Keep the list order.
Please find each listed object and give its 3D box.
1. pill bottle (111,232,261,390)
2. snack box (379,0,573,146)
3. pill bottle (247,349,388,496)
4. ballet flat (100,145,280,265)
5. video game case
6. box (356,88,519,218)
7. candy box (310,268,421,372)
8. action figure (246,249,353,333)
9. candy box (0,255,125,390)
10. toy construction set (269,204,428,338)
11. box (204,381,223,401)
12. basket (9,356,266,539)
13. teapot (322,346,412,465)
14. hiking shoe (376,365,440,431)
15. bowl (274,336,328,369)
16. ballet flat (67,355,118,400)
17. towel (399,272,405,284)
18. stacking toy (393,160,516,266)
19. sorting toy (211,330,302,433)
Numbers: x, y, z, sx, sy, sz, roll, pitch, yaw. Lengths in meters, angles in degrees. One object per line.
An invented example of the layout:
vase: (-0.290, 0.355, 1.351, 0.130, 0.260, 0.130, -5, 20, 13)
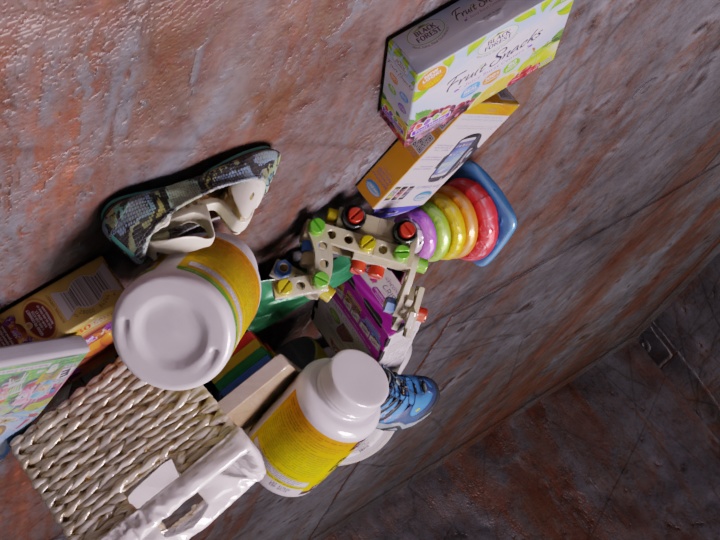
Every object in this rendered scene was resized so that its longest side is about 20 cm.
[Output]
pill bottle: (-0.155, 0.028, 1.154, 0.111, 0.111, 0.200, -42, -172, 15)
snack box: (0.117, -0.222, 1.224, 0.200, 0.053, 0.142, -32, 161, -15)
pill bottle: (-0.050, 0.177, 1.438, 0.109, 0.109, 0.200, -19, 158, -45)
ballet flat: (-0.142, -0.055, 1.122, 0.200, 0.074, 0.074, -26, 160, -33)
video game case: (-0.359, 0.131, 1.073, 0.182, 0.022, 0.200, -47, 159, 28)
box: (0.082, -0.136, 1.403, 0.200, 0.042, 0.119, -44, 162, 28)
candy box: (0.006, 0.062, 1.600, 0.061, 0.137, 0.200, -28, 162, -23)
action figure: (-0.068, 0.010, 1.455, 0.200, 0.055, 0.118, -25, 160, -20)
candy box: (-0.310, 0.077, 1.152, 0.200, 0.057, 0.117, -33, 162, -17)
toy construction set: (0.000, 0.000, 1.389, 0.200, 0.132, 0.092, 21, 160, -22)
box: (-0.240, 0.171, 1.551, 0.198, 0.050, 0.200, -32, 162, -19)
basket: (-0.221, 0.194, 1.228, 0.198, 0.161, 0.200, -38, 168, -11)
teapot: (-0.037, 0.183, 1.829, 0.199, 0.146, 0.198, 5, 123, -18)
hiking shoe: (0.030, 0.160, 1.554, 0.200, 0.075, 0.087, -1, 152, -35)
bowl: (-0.091, 0.200, 1.646, 0.200, 0.108, 0.200, -41, -159, 20)
ballet flat: (-0.246, 0.074, 1.293, 0.200, 0.067, 0.062, -41, 135, 0)
towel: (0.058, 0.030, 1.698, 0.200, 0.022, 0.145, 110, 3, -61)
stacking toy: (0.085, -0.049, 1.514, 0.200, 0.116, 0.110, -19, 156, -39)
sorting toy: (-0.168, 0.159, 1.451, 0.199, 0.070, 0.200, -38, 169, -3)
